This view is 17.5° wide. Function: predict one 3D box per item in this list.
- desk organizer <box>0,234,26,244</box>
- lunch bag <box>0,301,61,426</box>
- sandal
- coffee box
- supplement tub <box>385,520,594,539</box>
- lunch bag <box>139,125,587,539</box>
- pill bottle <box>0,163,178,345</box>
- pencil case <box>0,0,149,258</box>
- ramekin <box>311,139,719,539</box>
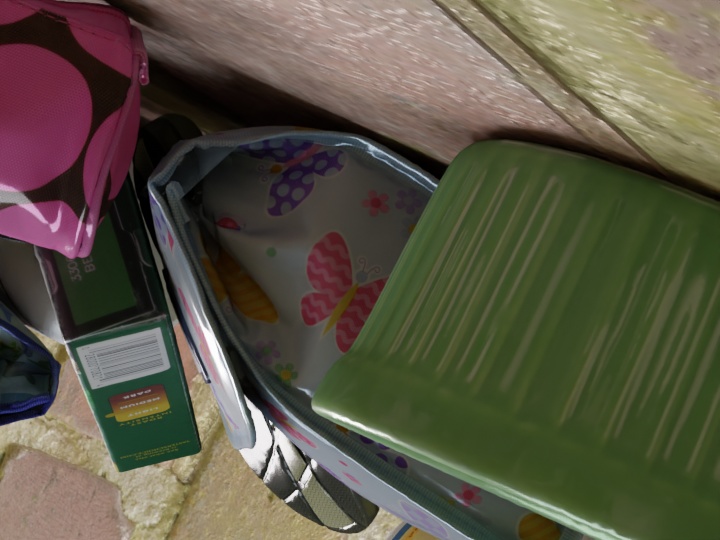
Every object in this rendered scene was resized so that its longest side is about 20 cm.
[{"bbox_3d":[-0.241,-0.071,1.052,0.199,0.072,0.077,11,-173,-8],"label":"desk organizer"},{"bbox_3d":[-0.248,0.026,1.102,0.199,0.128,0.170,11,-176,-16],"label":"lunch bag"},{"bbox_3d":[-0.035,0.021,1.014,0.080,0.057,0.202,-14,100,60],"label":"sandal"},{"bbox_3d":[-0.105,0.001,0.951,0.044,0.124,0.200,-16,163,-5],"label":"coffee box"},{"bbox_3d":[0.088,0.175,1.058,0.144,0.145,0.200,25,173,-15],"label":"supplement tub"},{"bbox_3d":[0.000,0.023,0.892,0.200,0.127,0.170,35,174,-6],"label":"lunch bag"},{"bbox_3d":[-0.137,-0.018,1.189,0.112,0.113,0.200,25,175,-18],"label":"pill bottle"},{"bbox_3d":[-0.166,-0.079,0.773,0.199,0.094,0.091,21,-164,-11],"label":"pencil case"},{"bbox_3d":[0.094,0.038,0.718,0.199,0.098,0.200,24,175,2],"label":"ramekin"}]
